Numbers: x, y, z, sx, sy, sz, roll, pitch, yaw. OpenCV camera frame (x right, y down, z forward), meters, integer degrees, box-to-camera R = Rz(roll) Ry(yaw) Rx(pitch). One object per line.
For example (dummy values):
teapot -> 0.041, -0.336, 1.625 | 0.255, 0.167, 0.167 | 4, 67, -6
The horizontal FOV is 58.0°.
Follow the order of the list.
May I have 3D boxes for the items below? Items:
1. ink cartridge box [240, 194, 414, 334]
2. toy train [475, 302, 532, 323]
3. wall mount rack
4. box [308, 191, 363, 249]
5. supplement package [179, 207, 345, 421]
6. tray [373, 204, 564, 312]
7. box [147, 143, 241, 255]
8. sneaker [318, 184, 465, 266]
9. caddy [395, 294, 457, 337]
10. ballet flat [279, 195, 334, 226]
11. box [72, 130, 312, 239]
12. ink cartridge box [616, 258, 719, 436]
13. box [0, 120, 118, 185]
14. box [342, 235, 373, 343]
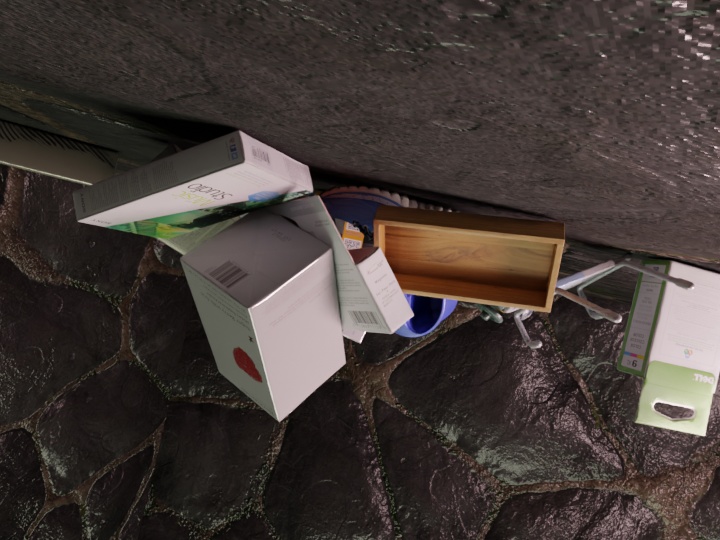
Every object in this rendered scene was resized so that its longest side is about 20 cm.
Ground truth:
ink cartridge box -> -0.047, -0.010, 0.770 | 0.044, 0.174, 0.200 | -36, -161, -30
toy train -> 0.151, -0.008, 0.890 | 0.200, 0.085, 0.114 | 41, 176, 29
wall mount rack -> 0.282, 0.033, 0.784 | 0.200, 0.075, 0.174 | -19, 168, -23
box -> -0.050, -0.012, 0.931 | 0.041, 0.200, 0.119 | 12, 180, -34
supplement package -> -0.105, 0.053, 0.754 | 0.121, 0.200, 0.120 | 30, -126, 32
tray -> 0.116, -0.015, 0.721 | 0.200, 0.099, 0.037 | 8, -141, 12
box -> -0.203, -0.066, 0.860 | 0.200, 0.095, 0.078 | 42, -167, -51
sneaker -> 0.035, -0.048, 0.787 | 0.200, 0.089, 0.079 | 16, 180, 0
caddy -> 0.089, 0.010, 1.091 | 0.141, 0.200, 0.105 | 11, -164, 29
ballet flat -> -0.090, -0.086, 0.868 | 0.200, 0.070, 0.069 | 42, -162, 34
box -> -0.169, -0.081, 0.675 | 0.200, 0.036, 0.144 | -14, 170, 20
ink cartridge box -> 0.390, 0.094, 0.811 | 0.104, 0.200, 0.059 | 13, 179, -13
box -> -0.523, -0.194, 1.105 | 0.200, 0.069, 0.082 | 13, -179, -27
box -> 0.000, 0.000, 0.988 | 0.041, 0.200, 0.156 | 29, 174, -22
